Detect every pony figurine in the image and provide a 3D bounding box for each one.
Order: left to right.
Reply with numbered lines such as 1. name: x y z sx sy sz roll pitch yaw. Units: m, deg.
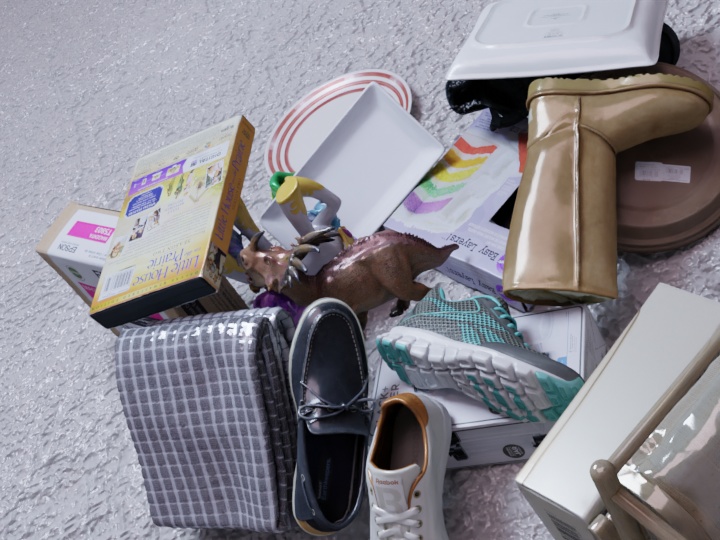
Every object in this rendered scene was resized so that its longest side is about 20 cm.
1. pony figurine: -0.061 0.004 1.122 0.193 0.200 0.167 -40 41 17

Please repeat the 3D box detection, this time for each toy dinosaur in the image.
1. toy dinosaur: 0.000 0.000 1.020 0.199 0.136 0.086 -25 22 -6

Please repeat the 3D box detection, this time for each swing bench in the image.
1. swing bench: 0.258 0.126 0.744 0.130 0.200 0.199 39 77 24

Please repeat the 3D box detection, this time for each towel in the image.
1. towel: -0.127 0.140 1.013 0.164 0.202 0.085 -8 7 27

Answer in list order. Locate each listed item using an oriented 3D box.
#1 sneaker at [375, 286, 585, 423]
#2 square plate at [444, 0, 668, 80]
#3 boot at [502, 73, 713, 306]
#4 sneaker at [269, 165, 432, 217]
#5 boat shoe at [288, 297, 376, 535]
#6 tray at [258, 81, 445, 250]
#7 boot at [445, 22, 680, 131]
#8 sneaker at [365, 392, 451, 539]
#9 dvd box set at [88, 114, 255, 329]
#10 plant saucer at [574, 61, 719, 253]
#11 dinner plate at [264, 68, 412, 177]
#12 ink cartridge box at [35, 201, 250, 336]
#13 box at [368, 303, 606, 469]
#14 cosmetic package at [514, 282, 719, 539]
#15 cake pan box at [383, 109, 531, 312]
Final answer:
1. sneaker: 0.105 0.059 0.932 0.199 0.078 0.091 16 57 41
2. square plate: 0.197 -0.239 1.112 0.198 0.029 0.198 -1 29 20
3. boot: 0.218 -0.067 0.988 0.173 0.066 0.202 1 69 17
4. sneaker: -0.014 -0.095 1.237 0.198 0.084 0.074 -14 38 23
5. boat shoe: -0.023 0.124 0.952 0.062 0.074 0.202 168 106 -70
6. tray: -0.010 -0.091 1.199 0.200 0.107 0.022 -48 -4 16
7. boot: 0.204 -0.197 1.144 0.199 0.077 0.168 10 36 31
8. sneaker: 0.028 0.196 0.895 0.072 0.085 0.202 -6 73 25
9. dvd box set: -0.179 -0.048 1.086 0.145 0.029 0.201 -19 46 30
10. plant saucer: 0.260 -0.113 1.046 0.198 0.030 0.202 -3 68 7
11. dinner plate: -0.025 -0.167 1.362 0.199 0.024 0.201 -19 44 19
12. ink cartridge box: -0.232 0.015 1.224 0.199 0.165 0.075 11 58 41
13. box: 0.109 0.106 0.984 0.198 0.060 0.117 -11 46 27
14. cosmetic package: 0.217 0.122 0.864 0.073 0.104 0.200 22 65 45
15. cake pan box: 0.149 -0.067 1.129 0.184 0.052 0.199 -49 43 -12
